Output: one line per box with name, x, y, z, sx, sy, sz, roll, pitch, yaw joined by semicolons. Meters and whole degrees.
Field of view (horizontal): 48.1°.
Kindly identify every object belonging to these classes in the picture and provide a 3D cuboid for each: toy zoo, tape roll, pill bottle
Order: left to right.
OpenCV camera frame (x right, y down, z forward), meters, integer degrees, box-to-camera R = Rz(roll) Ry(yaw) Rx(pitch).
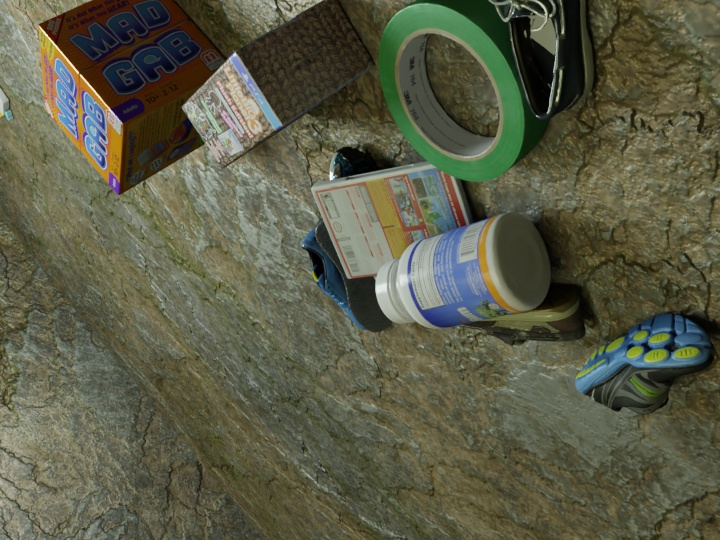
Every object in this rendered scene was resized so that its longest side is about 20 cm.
toy zoo;-0.987;-0.486;2.137;0.201;0.020;0.131;59;150;-11
pill bottle;0.115;0.008;0.960;0.199;0.112;0.113;-17;109;45
tape roll;0.106;-0.194;0.857;0.200;0.048;0.202;36;146;28

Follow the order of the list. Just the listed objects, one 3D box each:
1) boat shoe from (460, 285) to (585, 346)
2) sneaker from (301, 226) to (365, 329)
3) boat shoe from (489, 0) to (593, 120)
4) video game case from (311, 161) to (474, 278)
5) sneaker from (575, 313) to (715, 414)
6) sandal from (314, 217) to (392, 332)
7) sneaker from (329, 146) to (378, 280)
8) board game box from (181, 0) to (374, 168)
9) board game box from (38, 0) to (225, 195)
boat shoe;0.188;0.062;0.995;0.200;0.071;0.067;-7;112;52
sneaker;-0.038;0.022;1.272;0.066;0.078;0.202;10;132;47
boat shoe;0.157;-0.235;0.724;0.074;0.062;0.202;21;138;46
video game case;0.046;-0.062;1.034;0.198;0.017;0.144;-7;119;29
sneaker;0.316;0.108;0.878;0.082;0.071;0.200;37;152;-2
sandal;0.000;-0.001;1.218;0.043;0.075;0.202;-84;-30;-69
sneaker;-0.004;-0.076;1.126;0.086;0.074;0.202;27;139;62
board game box;-0.108;-0.230;1.011;0.097;0.159;0.199;56;151;-11
board game box;-0.354;-0.286;1.259;0.200;0.199;0.200;48;150;7
